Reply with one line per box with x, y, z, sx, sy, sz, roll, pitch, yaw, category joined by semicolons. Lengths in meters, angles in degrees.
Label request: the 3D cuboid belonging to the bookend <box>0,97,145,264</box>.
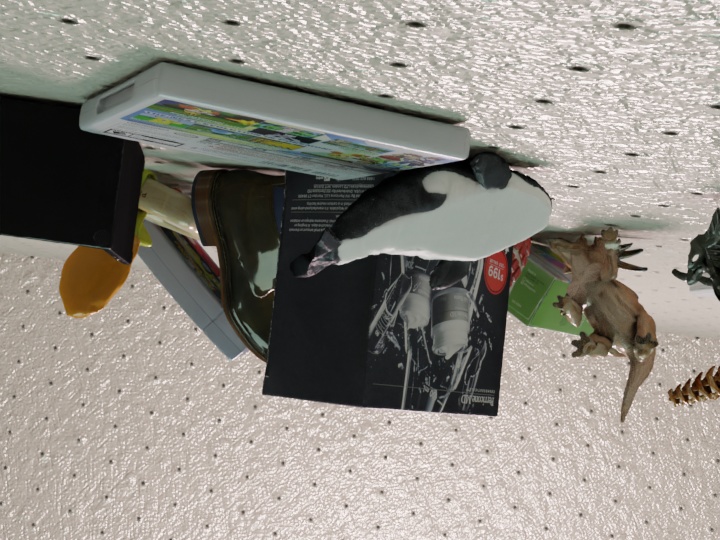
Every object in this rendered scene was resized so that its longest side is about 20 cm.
-0.266;-0.067;0.978;0.197;0.094;0.199;8;176;-6;bookend

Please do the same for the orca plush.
0.036;-0.041;0.916;0.198;0.106;0.071;-23;-133;-21;orca plush

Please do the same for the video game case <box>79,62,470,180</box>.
-0.059;-0.089;0.834;0.197;0.022;0.182;9;176;-25;video game case

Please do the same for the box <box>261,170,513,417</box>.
0.029;0.019;1.068;0.103;0.185;0.199;4;176;37;box

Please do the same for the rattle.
-0.198;-0.020;1.214;0.128;0.145;0.200;8;175;-8;rattle

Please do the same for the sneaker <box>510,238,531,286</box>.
0.064;0.000;1.226;0.198;0.083;0.078;-28;126;9;sneaker

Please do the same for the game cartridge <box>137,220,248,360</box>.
-0.174;0.002;1.345;0.201;0.041;0.133;50;-171;1;game cartridge

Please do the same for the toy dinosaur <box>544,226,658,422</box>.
0.245;0.039;1.274;0.085;0.202;0.135;-26;166;19;toy dinosaur

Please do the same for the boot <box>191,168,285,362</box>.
-0.071;0.000;1.155;0.096;0.202;0.075;-4;-144;25;boot

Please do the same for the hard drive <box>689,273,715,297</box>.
0.465;0.018;1.486;0.130;0.027;0.200;7;176;-6;hard drive

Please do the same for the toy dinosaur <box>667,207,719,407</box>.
0.301;0.025;0.965;0.199;0.136;0.102;-35;153;4;toy dinosaur

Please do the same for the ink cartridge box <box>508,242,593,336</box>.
0.209;0.020;1.425;0.199;0.060;0.104;12;-160;-50;ink cartridge box
